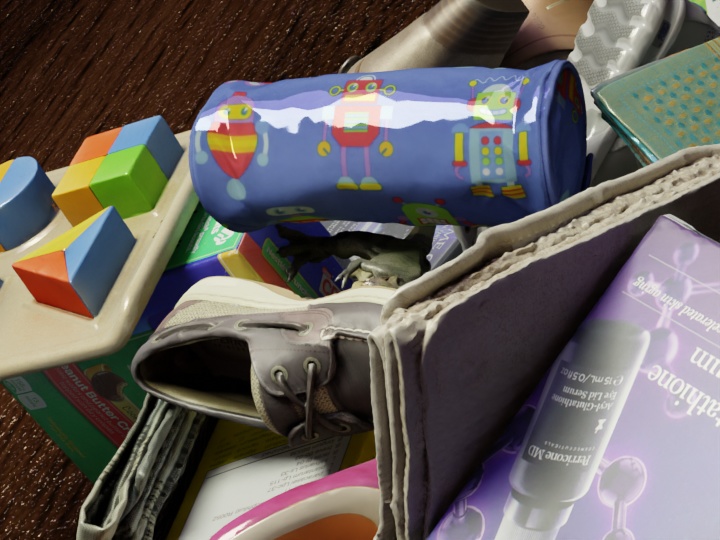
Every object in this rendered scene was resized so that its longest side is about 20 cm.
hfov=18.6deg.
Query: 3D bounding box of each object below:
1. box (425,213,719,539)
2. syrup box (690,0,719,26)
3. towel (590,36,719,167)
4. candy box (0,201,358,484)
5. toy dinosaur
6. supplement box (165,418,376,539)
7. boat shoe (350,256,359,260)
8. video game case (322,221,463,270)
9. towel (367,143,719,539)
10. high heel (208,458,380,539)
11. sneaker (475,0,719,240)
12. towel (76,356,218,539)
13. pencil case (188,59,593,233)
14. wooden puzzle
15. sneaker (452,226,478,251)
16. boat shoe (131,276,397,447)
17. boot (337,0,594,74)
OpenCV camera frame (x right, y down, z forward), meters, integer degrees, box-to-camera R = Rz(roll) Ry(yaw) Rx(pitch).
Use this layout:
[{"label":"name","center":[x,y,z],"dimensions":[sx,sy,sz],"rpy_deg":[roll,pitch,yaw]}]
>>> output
[{"label":"box","center":[0.130,0.104,0.838],"dimensions":[0.200,0.104,0.148],"rpy_deg":[-54,42,-5]},{"label":"syrup box","center":[0.231,-0.090,1.171],"dimensions":[0.078,0.082,0.200],"rpy_deg":[-27,25,19]},{"label":"towel","center":[0.227,-0.065,1.036],"dimensions":[0.199,0.022,0.147],"rpy_deg":[-24,62,-23]},{"label":"candy box","center":[-0.086,0.049,1.212],"dimensions":[0.199,0.169,0.077],"rpy_deg":[-19,34,31]},{"label":"toy dinosaur","center":[0.000,0.000,1.087],"dimensions":[0.088,0.048,0.200],"rpy_deg":[-11,17,11]},{"label":"supplement box","center":[-0.013,0.126,1.057],"dimensions":[0.108,0.110,0.200],"rpy_deg":[-20,28,29]},{"label":"boat shoe","center":[-0.026,0.014,1.293],"dimensions":[0.200,0.068,0.072],"rpy_deg":[15,77,55]},{"label":"video game case","center":[0.007,-0.020,1.399],"dimensions":[0.200,0.019,0.143],"rpy_deg":[3,44,51]},{"label":"towel","center":[0.085,0.036,0.896],"dimensions":[0.199,0.133,0.034],"rpy_deg":[-23,37,-31]},{"label":"high heel","center":[0.007,0.098,0.952],"dimensions":[0.199,0.068,0.096],"rpy_deg":[-15,23,-26]},{"label":"sneaker","center":[0.126,-0.048,1.108],"dimensions":[0.201,0.082,0.075],"rpy_deg":[-61,26,18]},{"label":"towel","center":[-0.100,0.135,1.095],"dimensions":[0.034,0.201,0.193],"rpy_deg":[16,40,8]},{"label":"pencil case","center":[0.016,-0.056,1.059],"dimensions":[0.199,0.087,0.078],"rpy_deg":[-1,65,26]},{"label":"wooden puzzle","center":[-0.172,-0.013,1.173],"dimensions":[0.199,0.046,0.186],"rpy_deg":[-18,32,32]},{"label":"sneaker","center":[0.083,-0.006,1.203],"dimensions":[0.073,0.085,0.200],"rpy_deg":[-30,26,4]},{"label":"boat shoe","center":[-0.023,0.047,0.979],"dimensions":[0.199,0.072,0.065],"rpy_deg":[9,41,42]},{"label":"boot","center":[0.071,-0.092,1.171],"dimensions":[0.146,0.199,0.070],"rpy_deg":[-51,50,35]}]
